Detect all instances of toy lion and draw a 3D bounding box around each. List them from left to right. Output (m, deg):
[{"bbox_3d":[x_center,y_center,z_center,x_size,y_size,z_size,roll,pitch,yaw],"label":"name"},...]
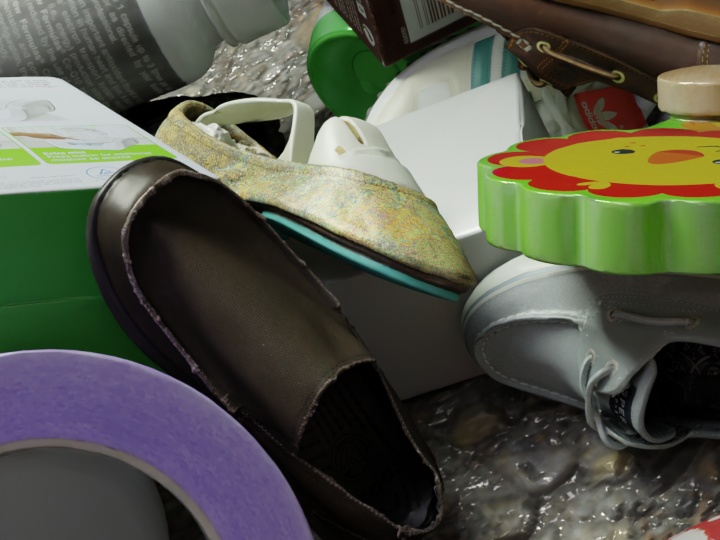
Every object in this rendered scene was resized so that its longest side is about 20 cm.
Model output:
[{"bbox_3d":[0.153,-0.032,0.783,0.198,0.069,0.191,6,16,31],"label":"toy lion"}]

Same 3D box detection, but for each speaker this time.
[{"bbox_3d":[0.043,-0.167,1.115,0.088,0.089,0.201,-2,44,35],"label":"speaker"}]

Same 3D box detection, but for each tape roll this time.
[{"bbox_3d":[-0.113,0.130,0.749,0.199,0.201,0.085,-37,1,-9],"label":"tape roll"}]

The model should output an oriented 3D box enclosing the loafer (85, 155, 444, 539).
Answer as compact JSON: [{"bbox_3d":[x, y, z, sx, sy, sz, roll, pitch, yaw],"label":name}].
[{"bbox_3d":[-0.027,0.033,0.808,0.073,0.200,0.071,-49,19,-21],"label":"loafer"}]

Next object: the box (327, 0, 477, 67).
[{"bbox_3d":[0.006,-0.200,1.048,0.100,0.075,0.200,-27,43,-10],"label":"box"}]

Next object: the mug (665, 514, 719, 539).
[{"bbox_3d":[0.101,0.142,0.592,0.199,0.134,0.177,-29,-1,38],"label":"mug"}]

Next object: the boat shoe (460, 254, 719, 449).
[{"bbox_3d":[0.121,0.035,0.813,0.199,0.070,0.072,-1,38,32],"label":"boat shoe"}]

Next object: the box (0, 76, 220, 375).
[{"bbox_3d":[-0.187,-0.017,0.864,0.198,0.098,0.176,-7,21,-31],"label":"box"}]

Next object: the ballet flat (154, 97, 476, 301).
[{"bbox_3d":[-0.023,-0.038,0.866,0.199,0.071,0.071,16,55,46],"label":"ballet flat"}]

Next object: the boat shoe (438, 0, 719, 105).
[{"bbox_3d":[0.104,-0.109,0.921,0.198,0.071,0.070,20,33,11],"label":"boat shoe"}]

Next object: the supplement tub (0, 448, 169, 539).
[{"bbox_3d":[-0.187,0.099,0.903,0.145,0.146,0.200,-40,36,-14],"label":"supplement tub"}]

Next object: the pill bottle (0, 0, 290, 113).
[{"bbox_3d":[-0.145,-0.136,1.065,0.198,0.114,0.114,-21,35,7],"label":"pill bottle"}]

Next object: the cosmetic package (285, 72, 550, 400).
[{"bbox_3d":[0.000,0.000,0.938,0.198,0.085,0.108,-17,37,18],"label":"cosmetic package"}]

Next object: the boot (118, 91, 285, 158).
[{"bbox_3d":[-0.154,-0.029,1.097,0.157,0.080,0.211,13,53,46],"label":"boot"}]

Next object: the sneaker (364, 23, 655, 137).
[{"bbox_3d":[0.087,-0.083,0.987,0.199,0.071,0.093,-34,29,-10],"label":"sneaker"}]
